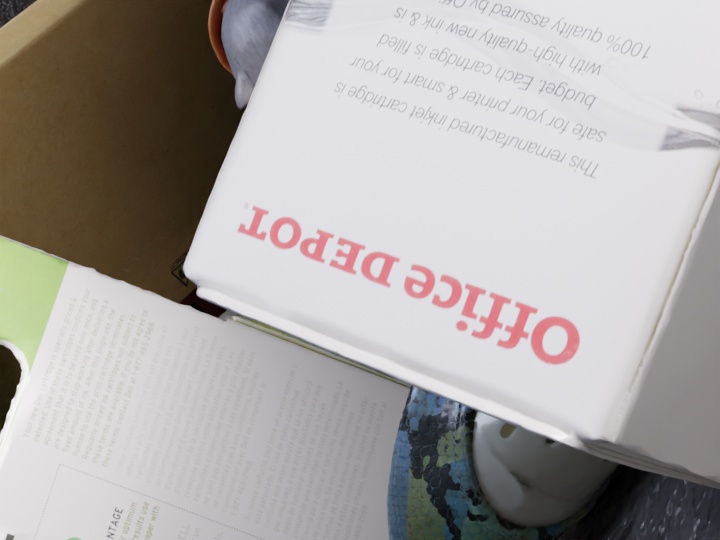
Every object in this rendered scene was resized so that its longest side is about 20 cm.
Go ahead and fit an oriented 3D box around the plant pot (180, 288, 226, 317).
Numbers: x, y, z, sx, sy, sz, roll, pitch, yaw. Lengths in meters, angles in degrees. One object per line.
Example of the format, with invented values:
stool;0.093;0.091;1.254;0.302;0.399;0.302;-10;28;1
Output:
plant pot;-0.113;0.095;1.082;0.195;0.201;0.201;-54;17;25

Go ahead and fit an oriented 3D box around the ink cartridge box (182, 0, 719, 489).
ink cartridge box;0.059;-0.060;0.645;0.146;0.083;0.200;21;89;36

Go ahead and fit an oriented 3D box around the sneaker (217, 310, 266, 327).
sneaker;0.000;0.000;1.031;0.090;0.078;0.200;-32;22;24

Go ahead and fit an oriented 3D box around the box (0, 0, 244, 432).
box;-0.103;-0.037;0.932;0.200;0.021;0.164;-44;-39;-36

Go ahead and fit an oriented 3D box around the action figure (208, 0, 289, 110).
action figure;-0.003;-0.078;0.918;0.193;0.105;0.200;-31;-74;-72

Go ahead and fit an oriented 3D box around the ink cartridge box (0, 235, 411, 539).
ink cartridge box;-0.080;0.089;0.880;0.076;0.200;0.148;137;152;-64

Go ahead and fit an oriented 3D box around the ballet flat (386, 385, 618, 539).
ballet flat;0.066;0.013;0.710;0.074;0.074;0.200;-137;66;-77
